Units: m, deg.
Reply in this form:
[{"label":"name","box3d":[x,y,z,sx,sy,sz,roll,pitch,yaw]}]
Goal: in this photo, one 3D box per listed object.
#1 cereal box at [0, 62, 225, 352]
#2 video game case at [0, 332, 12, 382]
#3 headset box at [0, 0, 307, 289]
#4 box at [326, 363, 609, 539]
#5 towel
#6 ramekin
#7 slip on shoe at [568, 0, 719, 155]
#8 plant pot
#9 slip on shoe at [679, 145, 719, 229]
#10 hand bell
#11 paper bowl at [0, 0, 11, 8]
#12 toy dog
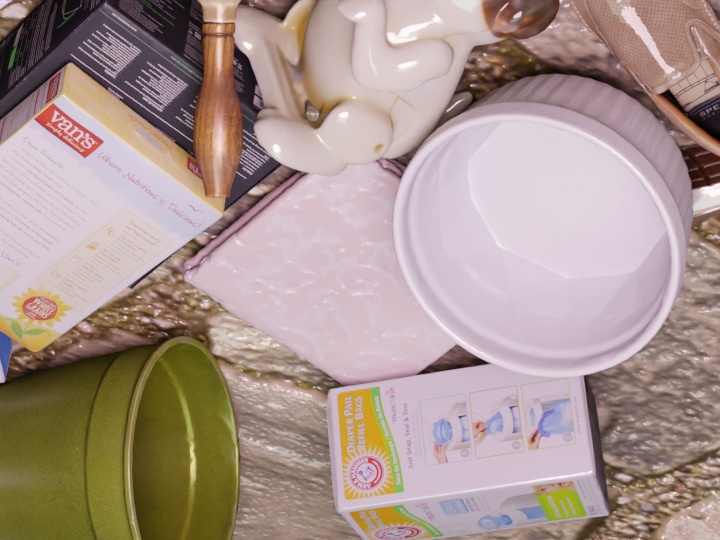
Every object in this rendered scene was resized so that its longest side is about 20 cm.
[{"label":"cereal box","box3d":[-0.208,-0.037,1.399,0.200,0.040,0.144,-34,123,29]},{"label":"video game case","box3d":[-0.370,0.002,1.558,0.181,0.045,0.200,-1,132,3]},{"label":"headset box","box3d":[-0.166,-0.103,1.427,0.174,0.093,0.200,35,124,-26]},{"label":"box","box3d":[0.084,0.142,1.609,0.200,0.101,0.113,-9,155,9]},{"label":"towel","box3d":[0.000,0.000,1.555,0.200,0.032,0.191,35,123,-26]},{"label":"ramekin","box3d":[0.130,-0.038,1.402,0.200,0.105,0.200,11,122,18]},{"label":"slip on shoe","box3d":[0.206,-0.148,1.388,0.076,0.061,0.200,-28,125,25]},{"label":"plant pot","box3d":[-0.221,0.154,1.609,0.193,0.200,0.200,-3,133,20]},{"label":"slip on shoe","box3d":[0.201,-0.035,1.484,0.200,0.076,0.061,-18,115,21]},{"label":"hand bell","box3d":[-0.089,-0.146,1.315,0.104,0.104,0.200,0,97,2]},{"label":"paper bowl","box3d":[-0.283,-0.257,1.286,0.200,0.104,0.201,1,132,1]},{"label":"toy dog","box3d":[0.039,-0.157,1.348,0.194,0.140,0.200,25,128,-34]}]
